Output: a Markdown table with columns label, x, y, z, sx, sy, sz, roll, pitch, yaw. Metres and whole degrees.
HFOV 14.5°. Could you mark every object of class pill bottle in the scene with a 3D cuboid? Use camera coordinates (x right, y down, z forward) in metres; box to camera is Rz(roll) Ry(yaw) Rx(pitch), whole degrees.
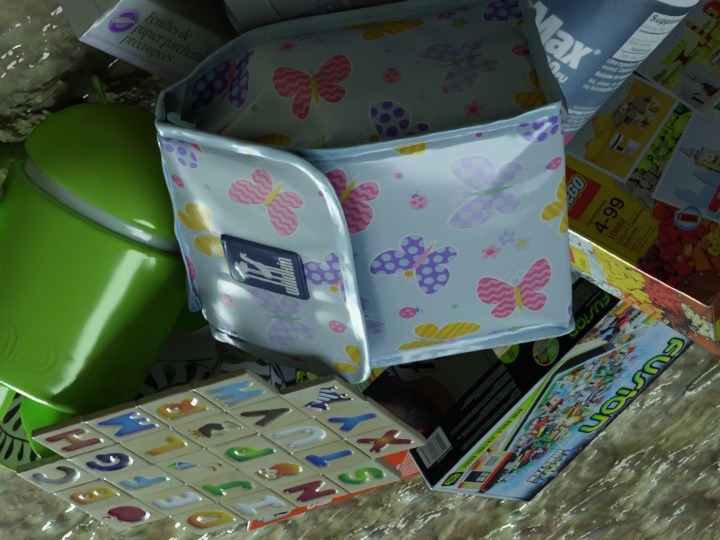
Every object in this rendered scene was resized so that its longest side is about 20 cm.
| label | x | y | z | sx | sy | sz | roll | pitch | yaw |
| --- | --- | --- | --- | --- | --- | --- | --- | --- | --- |
| pill bottle | 0.124 | -0.168 | 1.554 | 0.119 | 0.120 | 0.200 | 5 | 135 | -49 |

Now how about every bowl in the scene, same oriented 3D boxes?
| label | x | y | z | sx | sy | sz | roll | pitch | yaw |
| --- | --- | --- | --- | --- | --- | --- | --- | --- | --- |
| bowl | -0.126 | 0.057 | 1.655 | 0.200 | 0.200 | 0.095 | -6 | 108 | -40 |

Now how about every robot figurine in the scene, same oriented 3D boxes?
| label | x | y | z | sx | sy | sz | roll | pitch | yaw |
| --- | --- | --- | --- | --- | --- | --- | --- | --- | --- |
| robot figurine | -0.150 | -0.001 | 1.521 | 0.175 | 0.116 | 0.201 | 23 | 102 | -18 |

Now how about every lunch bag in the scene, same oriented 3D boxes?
| label | x | y | z | sx | sy | sz | roll | pitch | yaw |
| --- | --- | --- | --- | --- | --- | --- | --- | --- | --- |
| lunch bag | 0.003 | -0.036 | 1.437 | 0.199 | 0.127 | 0.170 | -8 | 135 | -1 |

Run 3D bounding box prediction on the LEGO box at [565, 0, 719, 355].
| label | x | y | z | sx | sy | sz | roll | pitch | yaw |
| --- | --- | --- | --- | --- | --- | --- | --- | --- | --- |
| LEGO box | 0.203 | -0.074 | 1.680 | 0.200 | 0.149 | 0.077 | -54 | 157 | -15 |

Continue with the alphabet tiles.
| label | x | y | z | sx | sy | sz | roll | pitch | yaw |
| --- | --- | --- | --- | --- | --- | --- | --- | --- | --- |
| alphabet tiles | -0.075 | 0.100 | 1.514 | 0.199 | 0.006 | 0.166 | -17 | 150 | 24 |

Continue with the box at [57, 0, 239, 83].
| label | x | y | z | sx | sy | sz | roll | pitch | yaw |
| --- | --- | --- | --- | --- | --- | --- | --- | --- | --- |
| box | -0.087 | -0.122 | 1.502 | 0.039 | 0.042 | 0.200 | -40 | 152 | 17 |

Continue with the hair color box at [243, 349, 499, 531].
| label | x | y | z | sx | sy | sz | roll | pitch | yaw |
| --- | --- | --- | --- | --- | --- | --- | --- | --- | --- |
| hair color box | -0.007 | 0.084 | 1.849 | 0.199 | 0.111 | 0.064 | -17 | 149 | -27 |

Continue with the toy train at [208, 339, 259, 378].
| label | x | y | z | sx | sy | sz | roll | pitch | yaw |
| --- | --- | --- | --- | --- | --- | --- | --- | --- | --- |
| toy train | 0.000 | 0.000 | 1.581 | 0.085 | 0.115 | 0.201 | 52 | 56 | -43 |

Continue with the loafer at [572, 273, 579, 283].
| label | x | y | z | sx | sy | sz | roll | pitch | yaw |
| --- | --- | --- | --- | --- | --- | --- | --- | --- | --- |
| loafer | 0.173 | -0.023 | 1.818 | 0.073 | 0.071 | 0.200 | -50 | 160 | -6 |

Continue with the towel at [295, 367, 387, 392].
| label | x | y | z | sx | sy | sz | roll | pitch | yaw |
| --- | --- | --- | --- | --- | --- | --- | --- | --- | --- |
| towel | 0.036 | 0.015 | 1.674 | 0.200 | 0.018 | 0.086 | -44 | 159 | -20 |

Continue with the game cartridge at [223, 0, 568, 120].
| label | x | y | z | sx | sy | sz | roll | pitch | yaw |
| --- | --- | --- | --- | --- | --- | --- | --- | --- | --- |
| game cartridge | 0.015 | -0.121 | 1.461 | 0.129 | 0.039 | 0.200 | -19 | 141 | 14 |

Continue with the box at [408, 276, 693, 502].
| label | x | y | z | sx | sy | sz | roll | pitch | yaw |
| --- | --- | --- | --- | --- | --- | --- | --- | --- | --- |
| box | 0.134 | 0.069 | 1.809 | 0.110 | 0.035 | 0.200 | 12 | 129 | -49 |
